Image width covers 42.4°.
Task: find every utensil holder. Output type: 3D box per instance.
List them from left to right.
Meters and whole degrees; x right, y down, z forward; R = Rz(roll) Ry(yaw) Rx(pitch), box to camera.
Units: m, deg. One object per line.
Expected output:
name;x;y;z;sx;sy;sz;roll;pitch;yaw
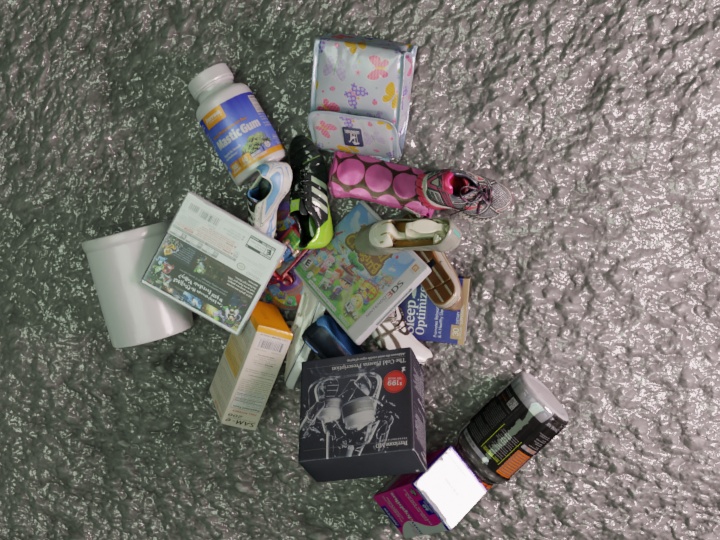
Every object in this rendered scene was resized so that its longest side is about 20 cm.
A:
utensil holder;-0.406;0.024;1.717;0.168;0.170;0.203;-12;97;13

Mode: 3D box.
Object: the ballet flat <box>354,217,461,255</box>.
ballet flat;0.073;-0.066;1.577;0.197;0.064;0.068;-1;69;24

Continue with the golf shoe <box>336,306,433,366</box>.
golf shoe;0.052;0.094;1.636;0.199;0.078;0.095;31;104;9

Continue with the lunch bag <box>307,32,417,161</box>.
lunch bag;0.002;-0.295;1.607;0.167;0.127;0.202;12;114;11

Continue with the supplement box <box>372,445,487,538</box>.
supplement box;0.117;0.391;1.623;0.103;0.200;0.101;-38;87;-26

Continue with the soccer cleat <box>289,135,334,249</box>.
soccer cleat;-0.095;-0.137;1.633;0.067;0.081;0.203;-7;97;37

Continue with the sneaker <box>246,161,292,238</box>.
sneaker;-0.178;-0.108;1.646;0.072;0.072;0.202;58;139;41

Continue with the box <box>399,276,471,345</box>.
box;0.096;0.063;1.679;0.197;0.032;0.123;6;99;13

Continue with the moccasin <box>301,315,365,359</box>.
moccasin;-0.031;0.165;1.683;0.068;0.081;0.201;-31;108;18

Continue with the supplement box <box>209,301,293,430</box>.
supplement box;-0.202;0.170;1.698;0.073;0.126;0.202;16;106;-25

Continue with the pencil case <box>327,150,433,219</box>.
pencil case;0.039;-0.146;1.622;0.197;0.091;0.095;13;67;6

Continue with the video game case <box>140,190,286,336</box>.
video game case;-0.258;-0.011;1.632;0.198;0.023;0.183;29;94;-6

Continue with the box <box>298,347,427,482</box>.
box;0.005;0.243;1.556;0.197;0.104;0.184;-9;58;13

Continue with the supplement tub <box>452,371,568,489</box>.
supplement tub;0.256;0.285;1.624;0.123;0.122;0.200;45;103;4

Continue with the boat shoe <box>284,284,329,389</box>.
boat shoe;-0.112;0.118;1.709;0.069;0.071;0.202;22;104;10

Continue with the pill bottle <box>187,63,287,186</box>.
pill bottle;-0.226;-0.264;1.667;0.111;0.112;0.201;-31;90;14

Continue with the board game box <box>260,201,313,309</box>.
board game box;-0.136;-0.025;1.713;0.156;0.039;0.203;1;98;12

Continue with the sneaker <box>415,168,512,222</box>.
sneaker;0.186;-0.127;1.564;0.074;0.198;0.082;-9;81;51

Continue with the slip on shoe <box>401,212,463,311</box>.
slip on shoe;0.125;-0.014;1.630;0.076;0.060;0.201;-40;56;14

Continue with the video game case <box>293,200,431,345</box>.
video game case;0.000;0.000;1.635;0.182;0.022;0.200;-45;58;3
